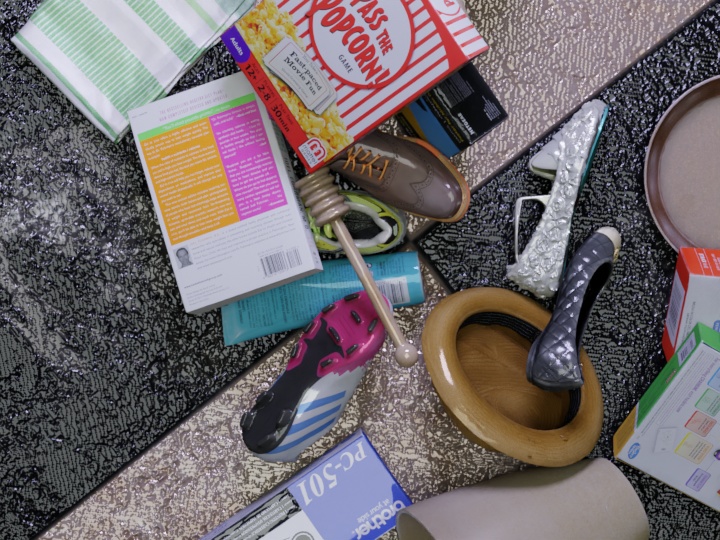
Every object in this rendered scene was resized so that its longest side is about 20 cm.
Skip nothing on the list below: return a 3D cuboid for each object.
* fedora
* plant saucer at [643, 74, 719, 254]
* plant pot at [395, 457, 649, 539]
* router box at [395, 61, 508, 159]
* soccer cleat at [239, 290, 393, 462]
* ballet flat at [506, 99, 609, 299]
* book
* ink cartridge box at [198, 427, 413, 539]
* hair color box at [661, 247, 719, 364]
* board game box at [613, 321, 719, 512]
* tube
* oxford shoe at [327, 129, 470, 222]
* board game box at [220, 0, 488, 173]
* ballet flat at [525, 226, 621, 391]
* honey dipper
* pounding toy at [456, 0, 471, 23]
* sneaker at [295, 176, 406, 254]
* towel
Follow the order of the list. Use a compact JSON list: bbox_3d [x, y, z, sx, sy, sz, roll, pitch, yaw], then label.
[{"bbox_3d":[0.134,0.112,1.628,0.200,0.082,0.201,17,50,-22],"label":"fedora"},{"bbox_3d":[0.372,-0.092,1.668,0.200,0.034,0.201,0,92,-1],"label":"plant saucer"},{"bbox_3d":[0.165,0.262,1.620,0.200,0.187,0.188,-27,93,-16],"label":"plant pot"},{"bbox_3d":[0.045,-0.199,1.595,0.051,0.149,0.200,-35,92,-13],"label":"router box"},{"bbox_3d":[-0.034,0.103,1.645,0.200,0.086,0.070,-48,56,7],"label":"soccer cleat"},{"bbox_3d":[0.185,-0.073,1.647,0.072,0.072,0.200,15,91,-2],"label":"ballet flat"},{"bbox_3d":[-0.126,-0.074,1.608,0.133,0.048,0.200,-19,81,14],"label":"book"},{"bbox_3d":[-0.055,0.249,1.667,0.200,0.044,0.094,-34,94,0],"label":"ink cartridge box"},{"bbox_3d":[0.399,0.045,1.642,0.200,0.064,0.111,4,118,-2],"label":"hair color box"},{"bbox_3d":[0.366,0.160,1.637,0.200,0.040,0.153,29,116,-8],"label":"board game box"},{"bbox_3d":[-0.039,0.021,1.659,0.200,0.050,0.078,-8,87,3],"label":"tube"},{"bbox_3d":[0.010,-0.099,1.604,0.200,0.073,0.071,29,113,23],"label":"oxford shoe"},{"bbox_3d":[-0.008,-0.201,1.511,0.200,0.046,0.152,-34,90,33],"label":"board game box"},{"bbox_3d":[0.212,0.038,1.619,0.057,0.067,0.200,11,52,24],"label":"ballet flat"},{"bbox_3d":[0.000,0.000,1.583,0.038,0.038,0.200,-27,91,0],"label":"honey dipper"},{"bbox_3d":[0.074,-0.330,1.575,0.142,0.184,0.200,-41,93,1],"label":"pounding toy"},{"bbox_3d":[-0.055,-0.055,1.638,0.200,0.076,0.076,1,94,0],"label":"sneaker"},{"bbox_3d":[-0.218,-0.242,1.652,0.153,0.023,0.200,44,91,-2],"label":"towel"}]
